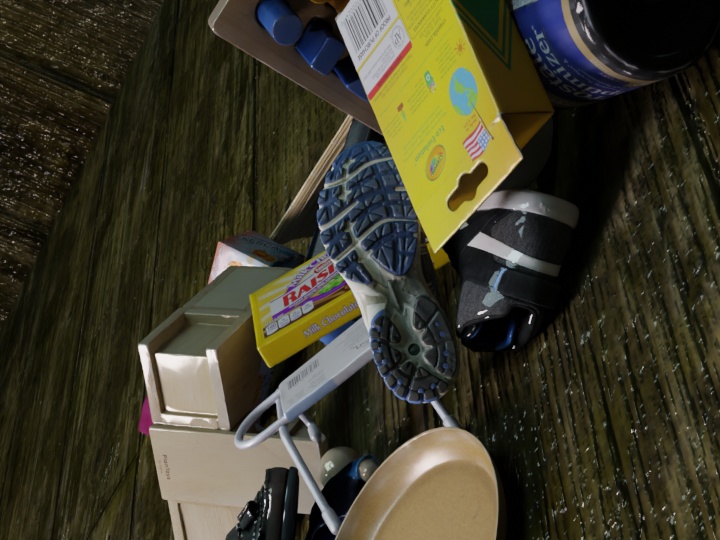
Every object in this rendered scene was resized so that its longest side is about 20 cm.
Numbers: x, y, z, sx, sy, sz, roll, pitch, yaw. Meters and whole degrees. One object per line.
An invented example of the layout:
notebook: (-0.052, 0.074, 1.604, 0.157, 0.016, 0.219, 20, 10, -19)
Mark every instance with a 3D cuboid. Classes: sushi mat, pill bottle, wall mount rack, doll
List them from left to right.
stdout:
doll: (-0.016, 0.209, 1.435, 0.137, 0.048, 0.201, -57, 20, 29)
sushi mat: (-0.017, -0.098, 1.777, 0.095, 0.012, 0.201, -20, -29, -50)
wall mount rack: (0.000, 0.105, 1.413, 0.199, 0.075, 0.174, -39, 19, 8)
pill bottle: (0.155, -0.172, 1.271, 0.200, 0.111, 0.113, -13, 56, 70)

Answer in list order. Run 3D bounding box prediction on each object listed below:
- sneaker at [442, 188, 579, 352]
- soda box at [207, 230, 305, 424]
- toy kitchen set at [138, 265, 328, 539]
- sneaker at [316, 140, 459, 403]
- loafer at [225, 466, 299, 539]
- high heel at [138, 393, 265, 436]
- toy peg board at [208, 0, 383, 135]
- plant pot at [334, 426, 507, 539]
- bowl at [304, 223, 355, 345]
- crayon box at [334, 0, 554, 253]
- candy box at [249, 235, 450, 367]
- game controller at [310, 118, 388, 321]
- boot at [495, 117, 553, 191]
sneaker: (0.085, 0.004, 1.337, 0.200, 0.072, 0.113, 172, 116, -73)
soda box: (-0.119, 0.067, 1.794, 0.063, 0.068, 0.202, -23, -47, -58)
toy kitchen set: (-0.071, 0.125, 1.626, 0.180, 0.162, 0.202, -45, -47, -56)
sneaker: (0.023, 0.005, 1.349, 0.085, 0.076, 0.202, 46, -151, -74)
loafer: (-0.087, 0.239, 1.485, 0.072, 0.062, 0.201, -82, -1, -54)
high heel: (-0.139, 0.173, 1.737, 0.097, 0.067, 0.200, -56, 46, 19)
toy peg board: (0.024, -0.209, 1.398, 0.200, 0.199, 0.098, -56, 27, 11)
plant pot: (0.038, 0.205, 1.260, 0.200, 0.027, 0.201, -43, 32, 35)
bowl: (-0.002, -0.028, 1.700, 0.201, 0.039, 0.202, -56, 20, 33)
crayon box: (0.061, -0.129, 1.277, 0.127, 0.050, 0.202, -47, 56, 49)
candy box: (0.000, 0.000, 1.511, 0.199, 0.027, 0.102, -31, 23, 6)
game controller: (0.019, -0.052, 1.592, 0.042, 0.103, 0.202, 48, -124, -65)
boot: (0.105, -0.108, 1.437, 0.091, 0.072, 0.201, -57, 11, 46)
